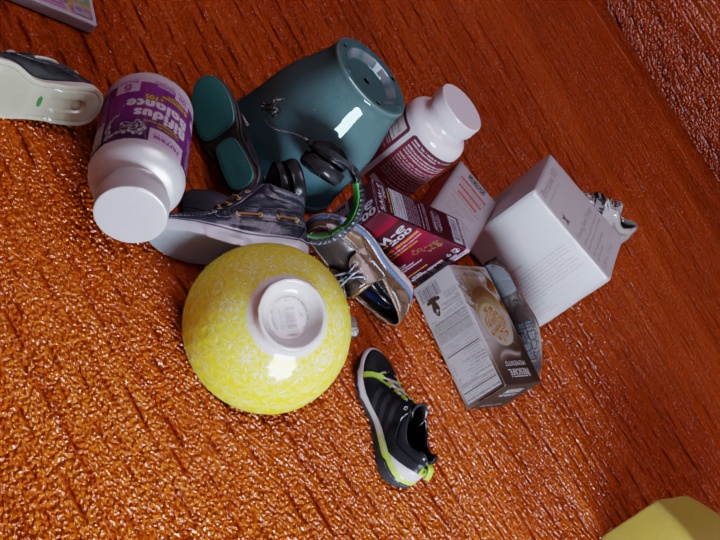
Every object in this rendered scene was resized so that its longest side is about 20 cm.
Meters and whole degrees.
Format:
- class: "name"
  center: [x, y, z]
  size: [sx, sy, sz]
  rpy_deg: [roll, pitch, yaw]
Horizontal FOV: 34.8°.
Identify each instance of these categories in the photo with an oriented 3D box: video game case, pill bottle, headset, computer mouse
- class: "video game case"
  center: [-0.415, -0.407, 1.474]
  size: [0.143, 0.018, 0.201]
  rpy_deg: [16, 48, -45]
- class: "pill bottle"
  center: [-0.254, -0.129, 1.325]
  size: [0.112, 0.112, 0.201]
  rpy_deg: [33, 34, -30]
- class: "pill bottle"
  center: [0.084, -0.191, 1.758]
  size: [0.113, 0.200, 0.114]
  rpy_deg: [33, 37, -30]
- class: "headset"
  center: [-0.076, -0.132, 1.515]
  size: [0.201, 0.123, 0.094]
  rpy_deg: [63, -12, -20]
- class: "computer mouse"
  center: [-0.133, -0.048, 1.477]
  size: [0.200, 0.046, 0.141]
  rpy_deg: [48, 33, -10]

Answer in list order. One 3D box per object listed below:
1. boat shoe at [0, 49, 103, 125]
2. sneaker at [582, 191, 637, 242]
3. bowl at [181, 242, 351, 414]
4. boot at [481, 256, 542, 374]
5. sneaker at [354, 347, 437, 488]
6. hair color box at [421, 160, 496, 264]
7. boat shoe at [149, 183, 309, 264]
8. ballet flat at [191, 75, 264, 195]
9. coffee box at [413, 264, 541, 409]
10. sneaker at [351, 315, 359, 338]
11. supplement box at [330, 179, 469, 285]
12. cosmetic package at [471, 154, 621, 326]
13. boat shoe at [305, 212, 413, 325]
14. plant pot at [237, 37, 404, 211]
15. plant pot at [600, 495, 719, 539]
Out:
- class: "boat shoe"
  center: [-0.387, -0.214, 1.289]
  size: [0.199, 0.072, 0.068]
  rpy_deg: [8, 37, -49]
- class: "sneaker"
  center: [0.486, -0.130, 2.347]
  size: [0.199, 0.088, 0.074]
  rpy_deg: [36, 37, -25]
- class: "bowl"
  center: [-0.092, 0.058, 1.285]
  size: [0.198, 0.108, 0.202]
  rpy_deg: [4, 78, -20]
- class: "boot"
  center: [0.245, 0.070, 1.837]
  size: [0.097, 0.074, 0.202]
  rpy_deg: [-60, 130, -72]
- class: "sneaker"
  center: [0.056, 0.181, 1.474]
  size: [0.071, 0.083, 0.201]
  rpy_deg: [17, 47, -45]
- class: "hair color box"
  center: [0.150, -0.092, 1.885]
  size: [0.102, 0.061, 0.200]
  rpy_deg: [49, 33, -8]
- class: "boat shoe"
  center: [-0.159, -0.059, 1.386]
  size: [0.198, 0.071, 0.092]
  rpy_deg: [9, 59, -22]
- class: "ballet flat"
  center: [-0.174, -0.169, 1.530]
  size: [0.073, 0.073, 0.201]
  rpy_deg: [11, 46, -48]
- class: "coffee box"
  center: [0.174, 0.098, 1.714]
  size: [0.114, 0.080, 0.201]
  rpy_deg: [2, 58, -53]
- class: "sneaker"
  center: [-0.075, 0.046, 1.418]
  size: [0.199, 0.075, 0.093]
  rpy_deg: [6, 74, -52]
- class: "supplement box"
  center: [0.053, -0.051, 1.671]
  size: [0.199, 0.109, 0.061]
  rpy_deg: [20, 45, -41]
- class: "cosmetic package"
  center: [0.313, -0.049, 1.961]
  size: [0.200, 0.166, 0.168]
  rpy_deg: [48, 32, -8]
- class: "boat shoe"
  center: [0.000, 0.000, 1.585]
  size: [0.200, 0.072, 0.073]
  rpy_deg: [39, 36, -24]
- class: "plant pot"
  center: [-0.046, -0.219, 1.616]
  size: [0.200, 0.188, 0.201]
  rpy_deg: [36, 33, -28]
- class: "plant pot"
  center: [0.462, 0.445, 1.674]
  size: [0.195, 0.194, 0.201]
  rpy_deg: [6, 49, -50]
